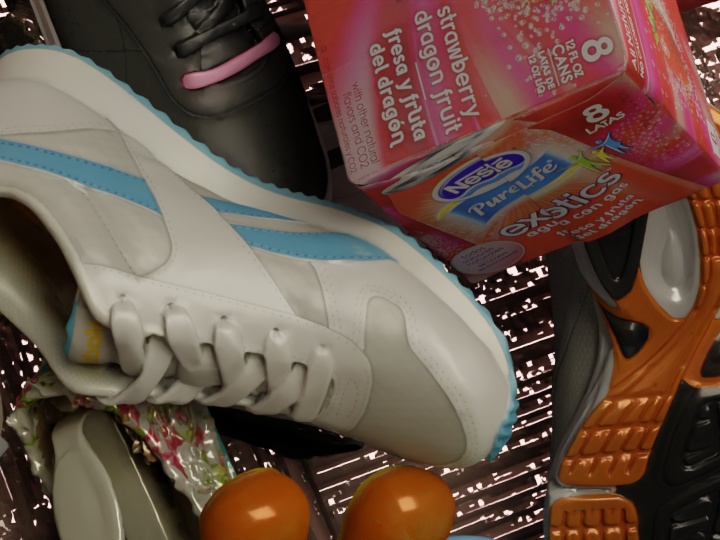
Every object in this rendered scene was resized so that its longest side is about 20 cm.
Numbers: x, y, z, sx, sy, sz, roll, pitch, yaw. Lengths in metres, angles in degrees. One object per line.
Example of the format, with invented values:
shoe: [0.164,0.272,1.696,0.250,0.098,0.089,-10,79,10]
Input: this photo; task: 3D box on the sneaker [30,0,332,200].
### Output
sneaker: [-0.060,-0.105,0.881,0.071,0.099,0.201,-29,86,-30]

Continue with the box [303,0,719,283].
box: [0.035,-0.112,0.886,0.100,0.095,0.201,36,36,-59]

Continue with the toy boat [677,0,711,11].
toy boat: [0.102,-0.165,1.023,0.199,0.131,0.131,-19,80,-29]

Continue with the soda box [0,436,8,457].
soda box: [-0.188,0.101,0.768,0.063,0.200,0.068,44,19,-4]

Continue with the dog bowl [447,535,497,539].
dog bowl: [0.055,0.174,0.934,0.111,0.050,0.201,-33,87,-30]

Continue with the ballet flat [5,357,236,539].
ballet flat: [-0.056,0.111,0.886,0.201,0.075,0.064,61,29,7]

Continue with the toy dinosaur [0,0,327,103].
toy dinosaur: [-0.107,-0.116,0.964,0.102,0.077,0.201,-27,79,-42]

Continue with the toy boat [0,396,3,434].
toy boat: [-0.210,0.024,0.843,0.131,0.131,0.200,-44,93,-1]

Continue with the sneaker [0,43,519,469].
sneaker: [-0.047,0.012,0.859,0.199,0.077,0.081,28,50,8]

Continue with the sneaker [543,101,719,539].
sneaker: [0.096,0.025,0.973,0.075,0.092,0.201,1,109,-7]

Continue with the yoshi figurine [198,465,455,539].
yoshi figurine: [0.036,0.124,0.786,0.112,0.112,0.200,-36,50,-3]

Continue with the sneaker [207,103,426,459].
sneaker: [0.000,0.000,0.970,0.199,0.076,0.116,-17,89,-22]
